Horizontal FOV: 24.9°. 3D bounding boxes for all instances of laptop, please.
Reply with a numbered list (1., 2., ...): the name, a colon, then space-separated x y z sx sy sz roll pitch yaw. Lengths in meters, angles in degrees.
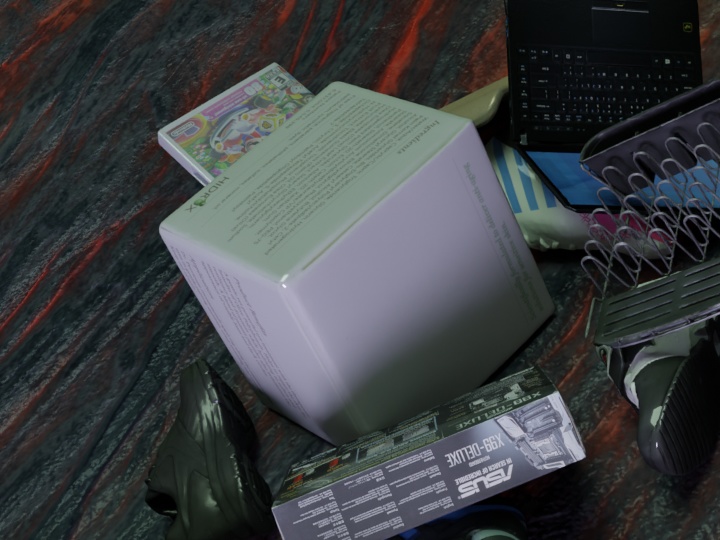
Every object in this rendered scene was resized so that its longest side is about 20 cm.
1. laptop: 0.216 -0.134 1.278 0.177 0.201 0.103 1 -8 -19

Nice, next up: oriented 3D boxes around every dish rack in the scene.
1. dish rack: 0.215 -0.039 1.112 0.153 0.055 0.200 -25 32 37

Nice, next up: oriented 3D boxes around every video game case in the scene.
1. video game case: -0.068 -0.099 1.482 0.143 0.018 0.200 -34 60 -25

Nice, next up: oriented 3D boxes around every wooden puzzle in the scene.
1. wooden puzzle: 0.087 -0.126 1.413 0.185 0.037 0.200 -23 6 35

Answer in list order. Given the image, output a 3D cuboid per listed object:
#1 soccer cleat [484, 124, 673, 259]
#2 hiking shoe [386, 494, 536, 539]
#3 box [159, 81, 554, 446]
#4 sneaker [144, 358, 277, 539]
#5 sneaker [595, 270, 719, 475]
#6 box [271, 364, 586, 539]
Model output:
1. soccer cleat: 0.166 -0.042 1.309 0.200 0.070 0.087 37 106 41
2. hiking shoe: 0.022 0.204 1.083 0.199 0.075 0.087 -13 19 14
3. box: 0.000 0.000 1.235 0.200 0.199 0.171 -41 37 -20
4. sneaker: -0.127 0.143 1.254 0.091 0.076 0.200 -31 32 7
5. sneaker: 0.202 0.071 1.121 0.088 0.074 0.200 -8 29 27
6. box: 0.045 0.128 1.093 0.200 0.050 0.158 -22 2 2
